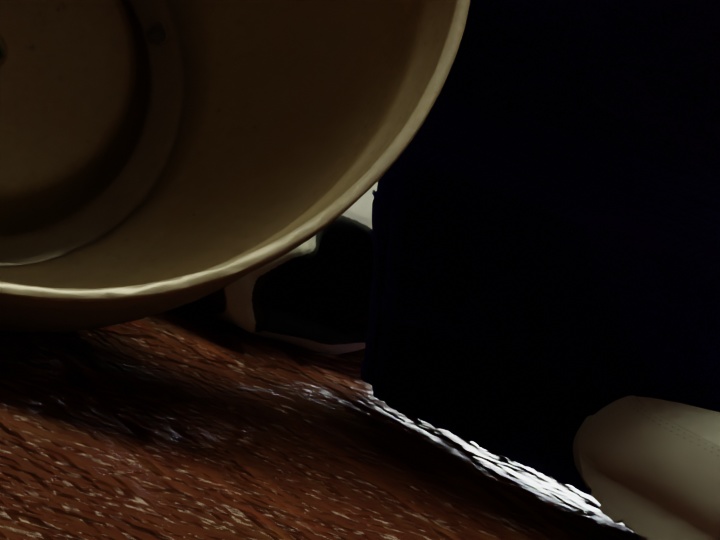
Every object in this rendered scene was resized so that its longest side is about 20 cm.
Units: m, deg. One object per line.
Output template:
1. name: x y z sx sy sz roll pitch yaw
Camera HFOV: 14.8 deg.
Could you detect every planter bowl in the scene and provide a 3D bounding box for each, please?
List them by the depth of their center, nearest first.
1. planter bowl: -0.085 -0.072 0.691 0.199 0.201 0.135 20 -20 -10

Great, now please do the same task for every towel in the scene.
1. towel: 0.059 -0.022 0.740 0.147 0.201 0.050 26 45 30

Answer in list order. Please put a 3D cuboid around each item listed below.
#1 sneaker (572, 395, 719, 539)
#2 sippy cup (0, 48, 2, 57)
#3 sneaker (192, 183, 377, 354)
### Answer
1. sneaker: 0.151 0.064 0.698 0.199 0.081 0.076 21 7 15
2. sippy cup: -0.057 -0.138 0.841 0.130 0.140 0.178 -35 6 -41
3. sneaker: 0.000 0.000 0.895 0.080 0.074 0.200 42 21 33
